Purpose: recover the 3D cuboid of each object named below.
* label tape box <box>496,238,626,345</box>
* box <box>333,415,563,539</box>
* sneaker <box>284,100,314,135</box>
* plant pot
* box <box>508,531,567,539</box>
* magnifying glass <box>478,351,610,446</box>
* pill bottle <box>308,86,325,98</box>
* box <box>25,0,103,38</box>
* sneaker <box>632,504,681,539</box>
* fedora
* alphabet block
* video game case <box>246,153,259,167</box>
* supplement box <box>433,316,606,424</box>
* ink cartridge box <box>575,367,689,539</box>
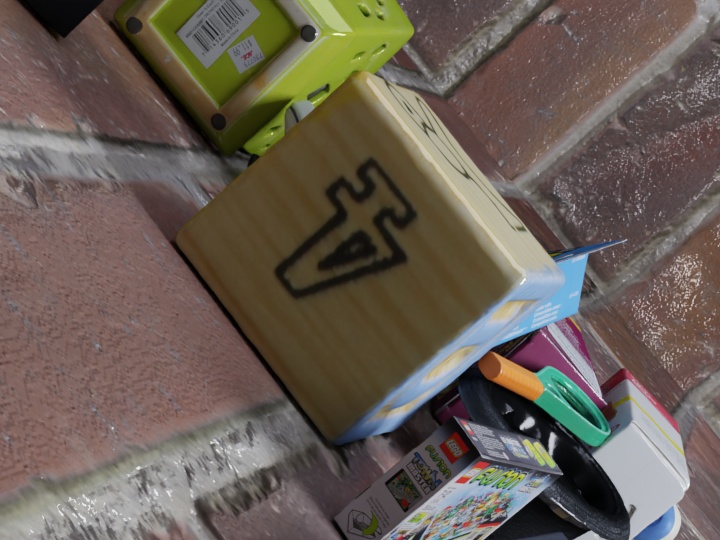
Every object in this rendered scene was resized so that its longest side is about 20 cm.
[{"bbox_3d":[0.115,0.026,1.646,0.144,0.199,0.064,-17,98,-49],"label":"label tape box"},{"bbox_3d":[0.066,0.157,1.348,0.035,0.110,0.200,53,12,21],"label":"box"},{"bbox_3d":[-0.060,-0.077,1.657,0.201,0.070,0.074,-99,179,-51],"label":"sneaker"},{"bbox_3d":[-0.098,-0.230,1.774,0.199,0.200,0.181,51,19,4],"label":"plant pot"},{"bbox_3d":[0.107,0.266,1.115,0.201,0.104,0.182,53,20,20],"label":"box"},{"bbox_3d":[0.155,0.102,1.618,0.199,0.022,0.080,25,25,-54],"label":"magnifying glass"},{"bbox_3d":[0.007,-0.108,1.988,0.109,0.109,0.201,35,18,-51],"label":"pill bottle"},{"bbox_3d":[-0.267,-0.293,1.600,0.141,0.079,0.200,42,13,-20],"label":"box"},{"bbox_3d":[0.249,0.201,1.999,0.200,0.077,0.111,53,5,36],"label":"sneaker"},{"bbox_3d":[0.129,0.175,1.581,0.200,0.092,0.201,43,15,-14],"label":"fedora"},{"bbox_3d":[0.013,-0.008,1.463,0.201,0.196,0.195,51,10,11],"label":"alphabet block"},{"bbox_3d":[0.001,-0.055,1.783,0.199,0.019,0.143,26,2,12],"label":"video game case"},{"bbox_3d":[0.143,0.093,1.806,0.103,0.131,0.200,48,12,-14],"label":"supplement box"},{"bbox_3d":[0.220,0.185,1.770,0.084,0.145,0.200,48,11,-4],"label":"ink cartridge box"}]
